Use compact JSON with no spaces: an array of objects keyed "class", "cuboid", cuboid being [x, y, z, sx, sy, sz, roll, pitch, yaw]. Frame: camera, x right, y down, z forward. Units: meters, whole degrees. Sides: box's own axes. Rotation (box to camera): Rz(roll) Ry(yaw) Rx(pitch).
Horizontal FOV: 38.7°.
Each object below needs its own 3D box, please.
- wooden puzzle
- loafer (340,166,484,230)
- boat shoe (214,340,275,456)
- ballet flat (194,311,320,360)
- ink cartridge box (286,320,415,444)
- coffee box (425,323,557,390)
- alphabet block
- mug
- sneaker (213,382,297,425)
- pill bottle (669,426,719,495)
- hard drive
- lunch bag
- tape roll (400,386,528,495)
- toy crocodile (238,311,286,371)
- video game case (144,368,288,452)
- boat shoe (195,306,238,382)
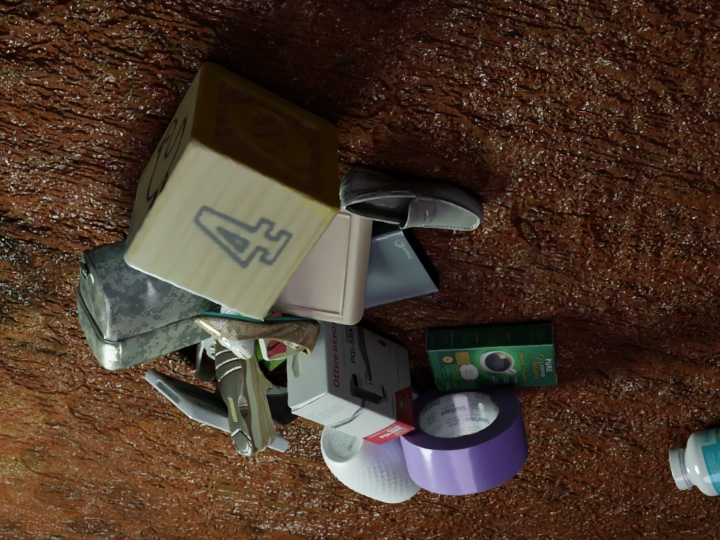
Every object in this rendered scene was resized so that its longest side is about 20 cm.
[{"class":"wooden puzzle","cuboid":[-0.087,-0.021,1.444,0.198,0.037,0.186,7,117,3]},{"class":"loafer","cuboid":[0.068,-0.082,1.368,0.198,0.070,0.070,10,139,-6]},{"class":"boat shoe","cuboid":[-0.172,0.180,1.584,0.071,0.076,0.202,3,103,45]},{"class":"ballet flat","cuboid":[-0.143,0.095,1.460,0.199,0.066,0.070,5,178,-32]},{"class":"ink cartridge box","cuboid":[-0.014,0.166,1.582,0.083,0.148,0.199,-29,141,33]},{"class":"coffee box","cuboid":[0.210,0.139,1.629,0.198,0.044,0.123,-5,140,12]},{"class":"alphabet block","cuboid":[-0.154,-0.097,1.258,0.195,0.196,0.200,23,124,-22]},{"class":"mug","cuboid":[0.032,0.281,1.732,0.201,0.147,0.175,-56,140,1]},{"class":"sneaker","cuboid":[-0.178,0.203,1.724,0.084,0.120,0.200,-58,155,6]},{"class":"pill bottle","cuboid":[0.631,0.317,1.737,0.199,0.111,0.111,-18,134,25]},{"class":"hard drive","cuboid":[0.000,0.000,1.501,0.198,0.033,0.140,-15,135,22]},{"class":"lunch bag","cuboid":[-0.293,0.020,1.440,0.199,0.140,0.168,-16,143,-27]},{"class":"tape roll","cuboid":[0.164,0.264,1.638,0.198,0.200,0.086,-7,113,14]},{"class":"toy crocodile","cuboid":[-0.141,0.092,1.581,0.062,0.067,0.201,40,152,30]},{"class":"video game case","cuboid":[-0.238,0.231,1.691,0.199,0.023,0.182,28,178,-38]},{"class":"boat shoe","cuboid":[-0.217,0.110,1.623,0.070,0.070,0.200,21,136,-18]}]
